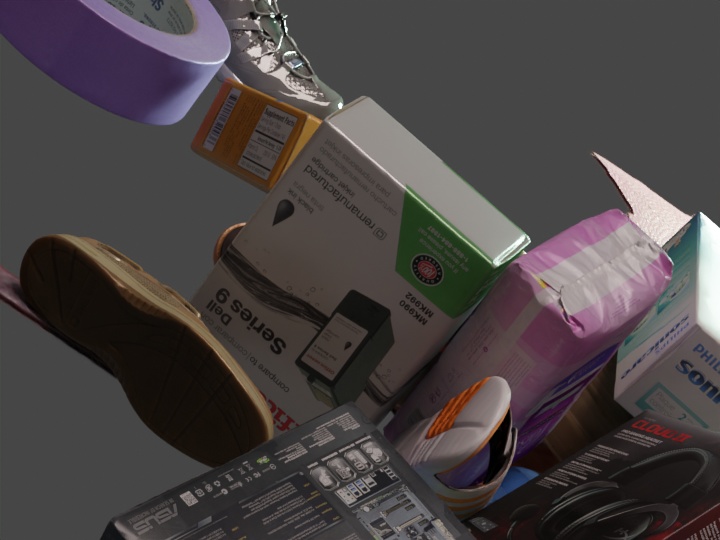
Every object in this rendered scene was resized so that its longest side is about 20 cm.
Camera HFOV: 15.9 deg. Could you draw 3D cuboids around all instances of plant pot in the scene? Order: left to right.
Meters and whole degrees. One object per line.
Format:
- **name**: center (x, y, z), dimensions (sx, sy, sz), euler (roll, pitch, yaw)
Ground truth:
- **plant pot**: center (0.157, 0.069, 1.888), dimensions (0.201, 0.093, 0.201), euler (53, 5, -7)

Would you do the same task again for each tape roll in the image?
- **tape roll**: center (-0.198, -0.201, 1.981), dimensions (0.200, 0.066, 0.200), euler (33, 21, -14)

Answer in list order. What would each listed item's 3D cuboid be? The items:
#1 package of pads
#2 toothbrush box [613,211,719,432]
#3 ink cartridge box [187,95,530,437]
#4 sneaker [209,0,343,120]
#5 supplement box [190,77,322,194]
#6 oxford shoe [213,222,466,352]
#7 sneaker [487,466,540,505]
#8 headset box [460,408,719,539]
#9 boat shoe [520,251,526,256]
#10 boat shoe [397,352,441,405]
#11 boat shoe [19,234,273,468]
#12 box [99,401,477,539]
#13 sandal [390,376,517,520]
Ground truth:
- **package of pads**: center (0.108, 0.056, 1.684), dimensions (0.120, 0.200, 0.076), euler (-25, 68, -44)
- **toothbrush box**: center (0.259, 0.067, 1.806), dimensions (0.146, 0.085, 0.200), euler (41, 21, -11)
- **ink cartridge box**: center (-0.012, 0.014, 1.666), dimensions (0.146, 0.200, 0.084), euler (40, 24, 6)
- **sneaker**: center (-0.088, -0.194, 2.118), dimensions (0.200, 0.082, 0.075), euler (39, 21, 2)
- **supplement box**: center (-0.058, -0.087, 1.884), dimensions (0.066, 0.069, 0.200), euler (27, 3, -24)
- **oxford shoe**: center (0.000, 0.000, 1.742), dimensions (0.199, 0.072, 0.073), euler (12, -18, -4)
- **sneaker**: center (0.079, 0.167, 1.683), dimensions (0.078, 0.066, 0.200), euler (37, 22, -7)
- **headset box**: center (0.165, 0.163, 1.544), dimensions (0.149, 0.199, 0.078), euler (18, -47, 59)
- **boat shoe**: center (0.049, -0.019, 2.009), dimensions (0.199, 0.071, 0.070), euler (28, 15, -4)
- **boat shoe**: center (0.004, 0.026, 1.826), dimensions (0.200, 0.071, 0.065), euler (40, 14, 0)
- **boat shoe**: center (-0.121, 0.044, 1.602), dimensions (0.200, 0.071, 0.064), euler (43, 22, 15)
- **box**: center (-0.029, 0.173, 1.433), dimensions (0.200, 0.051, 0.158), euler (-25, 64, -43)
- **sandal**: center (0.058, 0.121, 1.611), dimensions (0.059, 0.079, 0.207), euler (44, -22, -4)
